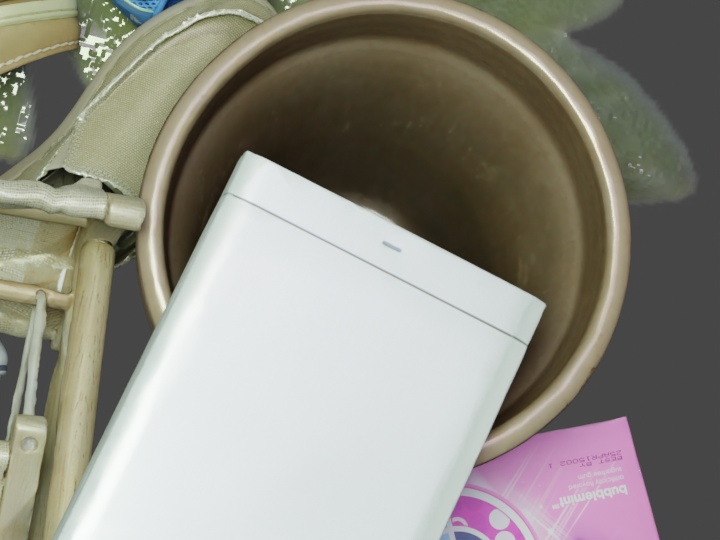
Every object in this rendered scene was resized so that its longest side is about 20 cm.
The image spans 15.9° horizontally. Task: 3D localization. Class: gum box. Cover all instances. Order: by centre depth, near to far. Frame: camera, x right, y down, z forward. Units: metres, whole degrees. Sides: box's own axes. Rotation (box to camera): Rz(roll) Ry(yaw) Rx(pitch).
[{"bbox_3d":[0.038,0.139,1.102,0.200,0.066,0.114,-10,75,-15],"label":"gum box"}]

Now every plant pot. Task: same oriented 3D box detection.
[{"bbox_3d":[0.000,0.000,1.100,0.200,0.175,0.200,2,79,-8],"label":"plant pot"}]

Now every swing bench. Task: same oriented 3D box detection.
[{"bbox_3d":[-0.204,0.051,1.012,0.199,0.130,0.200,10,85,-13],"label":"swing bench"}]

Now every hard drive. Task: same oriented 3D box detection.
[{"bbox_3d":[-0.029,0.073,0.978,0.132,0.027,0.200,27,78,-8],"label":"hard drive"}]

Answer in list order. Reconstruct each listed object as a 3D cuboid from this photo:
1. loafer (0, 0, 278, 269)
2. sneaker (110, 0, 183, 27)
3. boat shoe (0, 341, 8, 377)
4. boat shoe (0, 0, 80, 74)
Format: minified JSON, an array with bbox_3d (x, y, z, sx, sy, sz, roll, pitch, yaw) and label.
[{"bbox_3d":[-0.102,-0.042,1.138,0.200,0.068,0.076,-45,119,-6],"label":"loafer"},{"bbox_3d":[-0.121,-0.168,1.165,0.200,0.076,0.105,7,80,-7],"label":"sneaker"},{"bbox_3d":[-0.236,0.095,1.102,0.202,0.075,0.086,-22,83,-9],"label":"boat shoe"},{"bbox_3d":[-0.213,-0.069,1.142,0.200,0.074,0.066,-20,96,-9],"label":"boat shoe"}]
